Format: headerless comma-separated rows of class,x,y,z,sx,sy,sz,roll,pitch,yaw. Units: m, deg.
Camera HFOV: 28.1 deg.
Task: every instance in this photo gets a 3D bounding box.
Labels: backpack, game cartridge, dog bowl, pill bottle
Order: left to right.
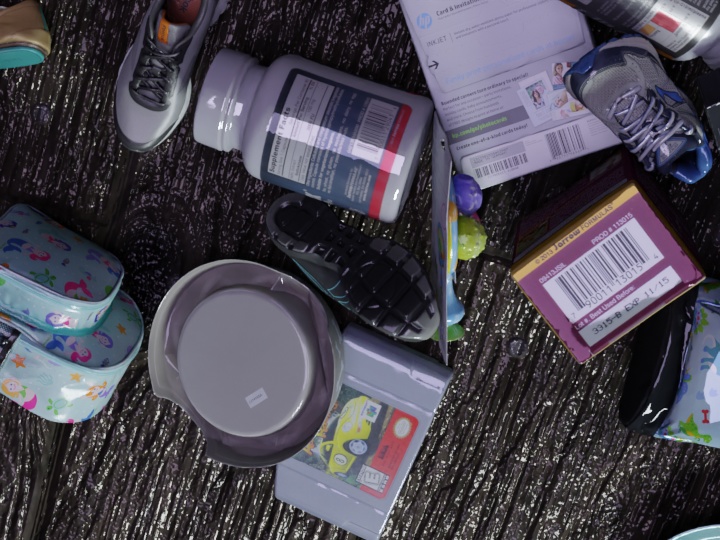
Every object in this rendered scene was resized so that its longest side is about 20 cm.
backpack,-0.305,0.044,1.370,0.199,0.178,0.151,36,112,-5
dog bowl,-0.105,0.086,1.387,0.199,0.059,0.202,3,99,22
pill bottle,-0.044,-0.129,1.309,0.199,0.120,0.120,19,107,5
game cartridge,-0.006,0.159,1.423,0.132,0.041,0.201,24,107,7
pill bottle,0.255,-0.247,1.215,0.199,0.117,0.117,25,108,-13
backpack,0.356,0.099,1.302,0.199,0.154,0.164,15,100,-8

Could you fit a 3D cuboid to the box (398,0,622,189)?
box,0.136,-0.189,1.304,0.155,0.041,0.201,-18,102,13

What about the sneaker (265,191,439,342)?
sneaker,0.000,0.000,1.328,0.200,0.079,0.075,40,81,25

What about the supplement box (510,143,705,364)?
supplement box,0.212,-0.019,1.252,0.131,0.200,0.103,-38,97,17

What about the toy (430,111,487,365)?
toy,0.088,-0.029,1.301,0.047,0.115,0.201,0,117,-6

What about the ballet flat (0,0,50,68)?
ballet flat,-0.390,-0.216,1.383,0.198,0.069,0.064,-9,75,9

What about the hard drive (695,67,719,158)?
hard drive,0.393,-0.157,1.223,0.199,0.140,0.038,-19,65,15

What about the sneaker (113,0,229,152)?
sneaker,-0.184,-0.202,1.335,0.074,0.079,0.201,25,109,0

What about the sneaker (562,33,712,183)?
sneaker,0.246,-0.131,1.217,0.077,0.199,0.086,-40,54,23

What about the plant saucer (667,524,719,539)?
plant saucer,0.357,0.334,1.407,0.198,0.036,0.202,3,106,9
